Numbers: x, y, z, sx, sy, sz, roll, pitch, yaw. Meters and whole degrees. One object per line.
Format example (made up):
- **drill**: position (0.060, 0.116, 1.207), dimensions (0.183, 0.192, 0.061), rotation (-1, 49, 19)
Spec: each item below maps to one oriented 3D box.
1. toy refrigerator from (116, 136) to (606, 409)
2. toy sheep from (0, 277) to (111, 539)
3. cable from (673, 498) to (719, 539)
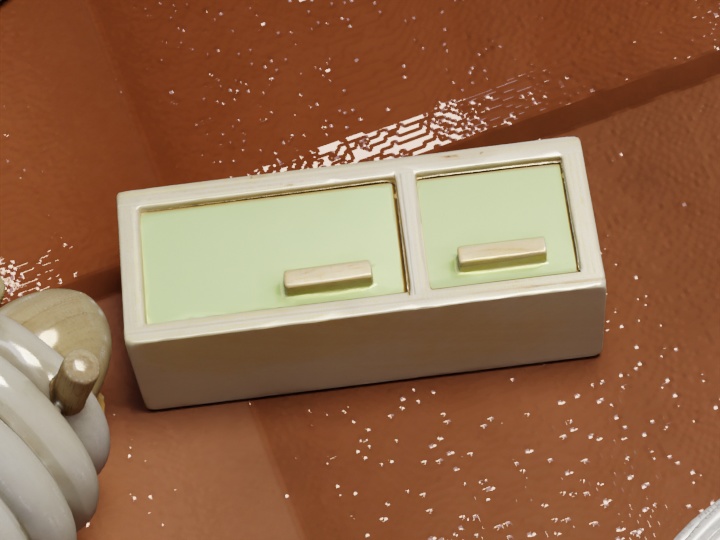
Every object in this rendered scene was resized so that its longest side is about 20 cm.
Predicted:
- **toy refrigerator**: position (0.000, 0.000, 0.944), dimensions (0.199, 0.070, 0.076), rotation (-6, 60, 0)
- **toy sheep**: position (-0.168, 0.082, 0.875), dimensions (0.138, 0.138, 0.200), rotation (31, 59, 20)
- **cable**: position (0.192, 0.171, 0.836), dimensions (0.199, 0.069, 0.201), rotation (17, 63, 13)
